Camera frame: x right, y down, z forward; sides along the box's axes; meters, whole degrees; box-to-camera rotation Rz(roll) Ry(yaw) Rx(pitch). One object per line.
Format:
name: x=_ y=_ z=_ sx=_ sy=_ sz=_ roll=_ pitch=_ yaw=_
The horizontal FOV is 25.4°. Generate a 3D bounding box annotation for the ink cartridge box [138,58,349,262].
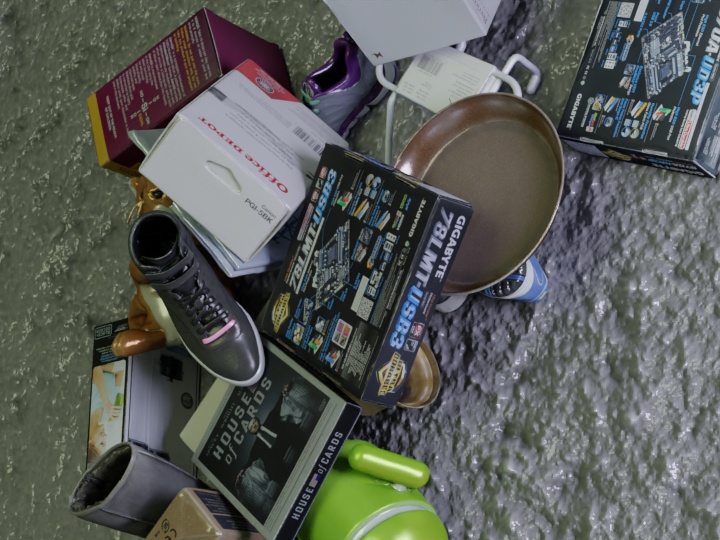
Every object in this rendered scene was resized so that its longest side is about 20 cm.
ink cartridge box: x=-0.114 y=-0.114 z=1.612 sx=0.147 sy=0.200 sz=0.083 roll=41 pitch=118 yaw=-2

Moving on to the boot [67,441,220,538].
boot: x=-0.211 y=0.263 z=1.615 sx=0.182 sy=0.200 sz=0.073 roll=-54 pitch=50 yaw=14

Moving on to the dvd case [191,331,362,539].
dvd case: x=-0.085 y=0.158 z=1.528 sx=0.200 sy=0.025 sz=0.151 roll=32 pitch=95 yaw=56

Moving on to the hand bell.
hand bell: x=-0.023 y=0.136 z=1.596 sx=0.200 sy=0.104 sz=0.104 roll=-40 pitch=51 yaw=38

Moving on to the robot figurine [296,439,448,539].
robot figurine: x=0.005 y=0.239 z=1.496 sx=0.200 sy=0.116 sz=0.176 roll=46 pitch=120 yaw=42

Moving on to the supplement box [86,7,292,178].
supplement box: x=-0.194 y=-0.188 z=1.819 sx=0.200 sy=0.131 sz=0.103 roll=-33 pitch=57 yaw=28

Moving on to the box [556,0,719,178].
box: x=0.283 y=-0.197 z=1.470 sx=0.159 sy=0.046 sz=0.200 roll=16 pitch=84 yaw=43

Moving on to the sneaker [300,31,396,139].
sneaker: x=-0.052 y=-0.169 z=1.717 sx=0.200 sy=0.087 sz=0.074 roll=-54 pitch=48 yaw=11

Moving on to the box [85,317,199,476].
box: x=-0.235 y=0.163 z=1.733 sx=0.060 sy=0.117 sz=0.201 roll=-14 pitch=64 yaw=34

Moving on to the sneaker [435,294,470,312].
sneaker: x=0.022 y=-0.026 z=1.599 sx=0.200 sy=0.090 sz=0.067 roll=33 pitch=96 yaw=43

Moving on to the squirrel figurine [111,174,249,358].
squirrel figurine: x=-0.189 y=-0.018 z=1.704 sx=0.141 sy=0.200 sz=0.187 roll=-12 pitch=90 yaw=13

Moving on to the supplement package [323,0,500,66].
supplement package: x=0.051 y=-0.351 z=1.585 sx=0.147 sy=0.191 sz=0.200 roll=-9 pitch=44 yaw=39

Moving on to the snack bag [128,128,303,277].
snack bag: x=-0.134 y=-0.078 z=1.649 sx=0.200 sy=0.188 sz=0.021 roll=50 pitch=119 yaw=16

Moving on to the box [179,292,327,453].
box: x=-0.095 y=0.117 z=1.654 sx=0.068 sy=0.082 sz=0.200 roll=41 pitch=103 yaw=40

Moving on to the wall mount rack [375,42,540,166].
wall mount rack: x=0.088 y=-0.153 z=1.607 sx=0.200 sy=0.075 sz=0.174 roll=33 pitch=93 yaw=43

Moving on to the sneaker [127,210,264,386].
sneaker: x=-0.165 y=0.025 z=1.545 sx=0.071 sy=0.099 sz=0.200 roll=-34 pitch=77 yaw=0

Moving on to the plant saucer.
plant saucer: x=0.108 y=-0.067 z=1.478 sx=0.200 sy=0.032 sz=0.201 roll=-16 pitch=61 yaw=32

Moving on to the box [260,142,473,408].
box: x=0.000 y=0.000 z=1.488 sx=0.198 sy=0.050 sz=0.200 roll=29 pitch=101 yaw=54

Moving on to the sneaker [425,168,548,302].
sneaker: x=0.105 y=-0.030 z=1.537 sx=0.076 sy=0.077 sz=0.200 roll=-50 pitch=50 yaw=13

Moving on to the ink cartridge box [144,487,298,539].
ink cartridge box: x=-0.160 y=0.318 z=1.574 sx=0.075 sy=0.165 sz=0.200 roll=43 pitch=104 yaw=36
